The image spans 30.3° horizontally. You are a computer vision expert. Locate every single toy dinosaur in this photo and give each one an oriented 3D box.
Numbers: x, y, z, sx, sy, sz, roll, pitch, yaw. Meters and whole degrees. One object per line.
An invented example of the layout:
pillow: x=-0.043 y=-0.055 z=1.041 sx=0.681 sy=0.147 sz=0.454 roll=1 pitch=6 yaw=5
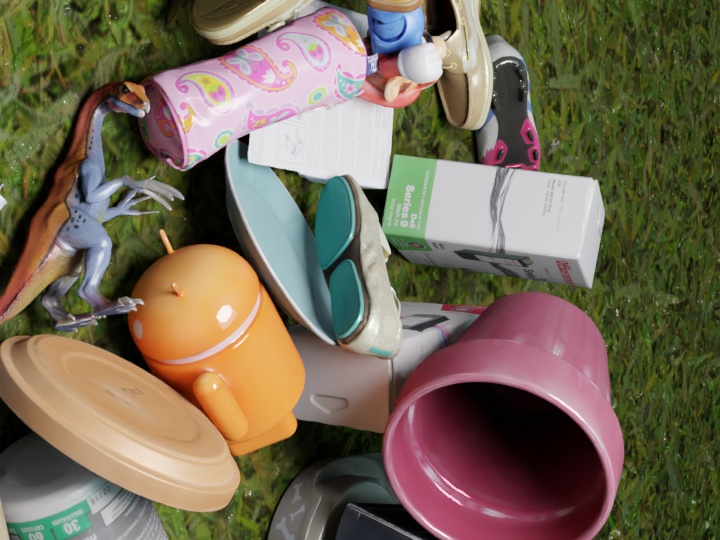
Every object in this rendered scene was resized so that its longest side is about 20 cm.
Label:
toy dinosaur: x=-0.207 y=-0.054 z=0.994 sx=0.199 sy=0.105 sz=0.184 roll=-4 pitch=77 yaw=-43

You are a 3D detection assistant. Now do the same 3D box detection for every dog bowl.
dog bowl: x=-0.017 y=0.274 z=1.292 sx=0.199 sy=0.058 sz=0.203 roll=-8 pitch=100 yaw=-53

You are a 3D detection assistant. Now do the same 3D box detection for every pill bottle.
pill bottle: x=-0.197 y=0.222 z=1.001 sx=0.113 sy=0.112 sz=0.202 roll=-44 pitch=125 yaw=-42

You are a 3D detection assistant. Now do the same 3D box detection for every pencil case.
pencil case: x=-0.086 y=-0.150 z=1.097 sx=0.199 sy=0.087 sz=0.088 roll=-26 pitch=115 yaw=-30

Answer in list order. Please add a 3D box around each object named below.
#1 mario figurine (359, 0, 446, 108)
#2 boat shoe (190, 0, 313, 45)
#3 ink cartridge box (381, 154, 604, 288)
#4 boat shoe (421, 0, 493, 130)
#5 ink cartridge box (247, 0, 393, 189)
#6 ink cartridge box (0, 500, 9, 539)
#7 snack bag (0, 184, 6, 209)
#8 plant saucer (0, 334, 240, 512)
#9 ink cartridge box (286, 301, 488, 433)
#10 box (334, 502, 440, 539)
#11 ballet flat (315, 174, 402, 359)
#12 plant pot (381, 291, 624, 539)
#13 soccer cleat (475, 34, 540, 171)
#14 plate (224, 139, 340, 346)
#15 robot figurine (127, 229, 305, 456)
mario figurine: x=0.046 y=-0.218 z=1.180 sx=0.124 sy=0.105 sz=0.200 roll=-61 pitch=167 yaw=-18
boat shoe: x=-0.060 y=-0.239 z=1.107 sx=0.201 sy=0.073 sz=0.064 roll=-48 pitch=146 yaw=-31
ink cartridge box: x=0.135 y=-0.048 z=1.321 sx=0.146 sy=0.198 sz=0.085 roll=38 pitch=61 yaw=-71
boat shoe: x=0.090 y=-0.243 z=1.390 sx=0.066 sy=0.074 sz=0.202 roll=-19 pitch=107 yaw=-37
ink cartridge box: x=-0.043 y=-0.167 z=1.235 sx=0.199 sy=0.057 sz=0.165 roll=5 pitch=88 yaw=-47
ink cartridge box: x=-0.325 y=0.205 z=0.861 sx=0.199 sy=0.074 sz=0.167 roll=-27 pitch=113 yaw=-50
snack bag: x=-0.340 y=-0.030 z=0.866 sx=0.189 sy=0.021 sz=0.201 roll=53 pitch=53 yaw=-42
plant saucer: x=-0.172 y=0.103 z=0.960 sx=0.200 sy=0.200 sz=0.033 roll=26 pitch=99 yaw=-51
ink cartridge box: x=0.031 y=0.086 z=1.267 sx=0.199 sy=0.146 sz=0.087 roll=-10 pitch=101 yaw=-53
box: x=0.097 y=0.305 z=1.222 sx=0.199 sy=0.195 sz=0.125 roll=15 pitch=95 yaw=-52
ballet flat: x=0.000 y=0.000 z=1.178 sx=0.062 sy=0.067 sz=0.201 roll=25 pitch=39 yaw=-31
plant pot: x=0.136 y=0.120 z=1.151 sx=0.179 sy=0.198 sz=0.202 roll=-58 pitch=136 yaw=-53
soccer cleat: x=0.160 y=-0.169 z=1.485 sx=0.087 sy=0.069 sz=0.202 roll=-109 pitch=-170 yaw=-50
plate: x=-0.071 y=-0.020 z=1.151 sx=0.201 sy=0.025 sz=0.201 roll=58 pitch=11 yaw=-18
robot figurine: x=-0.118 y=0.061 z=1.091 sx=0.144 sy=0.116 sz=0.201 roll=-56 pitch=137 yaw=-35
